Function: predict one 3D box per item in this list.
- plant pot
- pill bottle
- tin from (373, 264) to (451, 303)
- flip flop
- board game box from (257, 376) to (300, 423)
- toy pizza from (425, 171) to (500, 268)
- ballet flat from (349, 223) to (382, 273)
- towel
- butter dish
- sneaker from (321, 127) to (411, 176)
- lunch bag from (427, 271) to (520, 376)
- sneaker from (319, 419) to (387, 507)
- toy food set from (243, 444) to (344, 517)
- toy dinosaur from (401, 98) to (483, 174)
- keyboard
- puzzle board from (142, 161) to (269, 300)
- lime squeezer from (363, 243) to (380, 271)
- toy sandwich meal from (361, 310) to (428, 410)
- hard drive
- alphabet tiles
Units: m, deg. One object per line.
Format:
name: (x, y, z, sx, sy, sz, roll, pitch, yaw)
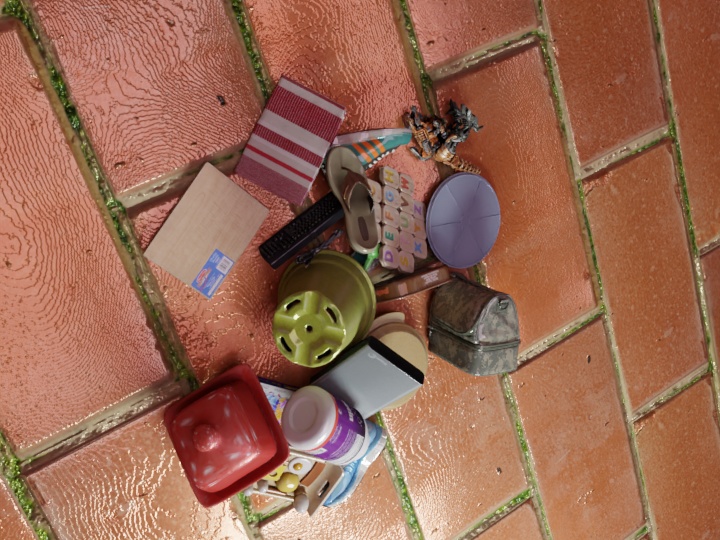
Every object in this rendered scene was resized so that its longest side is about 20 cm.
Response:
plant pot: (-0.077, 0.080, 1.205, 0.195, 0.184, 0.206, 2, 103, 8)
pill bottle: (-0.058, 0.298, 1.262, 0.114, 0.111, 0.200, -55, 143, -7)
tin: (0.102, 0.025, 1.340, 0.198, 0.110, 0.043, -17, 97, -46)
flip flop: (-0.007, -0.132, 1.218, 0.079, 0.057, 0.205, -10, 81, -26)
board game box: (-0.163, 0.295, 1.321, 0.196, 0.045, 0.138, 19, 91, -26)
toy pizza: (0.217, -0.107, 1.433, 0.196, 0.032, 0.206, -5, 101, -28)
ballet flat: (0.000, 0.000, 1.338, 0.072, 0.072, 0.201, 41, 83, -24)
towel: (-0.128, -0.238, 1.231, 0.141, 0.023, 0.204, 26, 87, 0)
butter dish: (-0.252, 0.291, 1.173, 0.197, 0.148, 0.203, -30, 78, 1)
sneaker: (0.010, -0.230, 1.300, 0.195, 0.071, 0.082, -12, 105, -14)
lunch bag: (0.233, 0.105, 1.391, 0.136, 0.199, 0.173, -1, 103, -26)
sneaker: (-0.031, 0.396, 1.398, 0.089, 0.078, 0.202, 37, 79, -7)
toy food set: (-0.148, 0.416, 1.309, 0.196, 0.061, 0.145, 21, 117, -27)
toy dinosaur: (0.174, -0.271, 1.370, 0.137, 0.102, 0.199, -50, 134, 7)
keyboard: (-0.093, -0.072, 1.248, 0.199, 0.127, 0.021, -40, 137, -13)
puzzle board: (-0.278, -0.071, 1.221, 0.150, 0.017, 0.202, 37, 84, -27)
lime squeezer: (0.003, -0.060, 1.301, 0.037, 0.069, 0.206, 3, 74, -62)
toy sandwich meal: (0.052, 0.189, 1.394, 0.200, 0.070, 0.211, -7, 106, -25)
hard drive: (0.009, 0.211, 1.284, 0.138, 0.199, 0.033, 36, 41, -18)
alphabet tiles: (0.073, -0.100, 1.323, 0.193, 0.014, 0.206, 17, 69, -44)
